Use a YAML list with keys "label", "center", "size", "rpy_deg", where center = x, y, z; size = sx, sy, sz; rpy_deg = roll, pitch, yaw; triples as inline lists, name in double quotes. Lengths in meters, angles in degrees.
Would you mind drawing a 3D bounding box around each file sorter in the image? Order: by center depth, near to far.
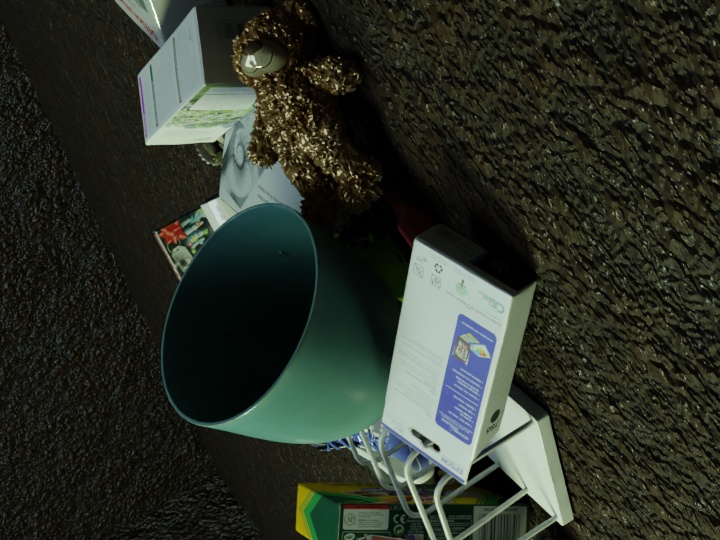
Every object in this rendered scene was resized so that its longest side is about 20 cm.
- label: "file sorter"
  center: [0.080, 0.163, 1.150]
  size: [0.200, 0.124, 0.139]
  rpy_deg: [40, 155, 50]

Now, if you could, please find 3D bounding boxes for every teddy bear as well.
- label: "teddy bear"
  center: [-0.052, -0.132, 1.070]
  size: [0.145, 0.067, 0.200]
  rpy_deg: [3, 111, 49]

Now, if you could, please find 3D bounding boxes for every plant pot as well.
- label: "plant pot"
  center: [-0.052, 0.064, 1.097]
  size: [0.161, 0.201, 0.201]
  rpy_deg: [28, -172, -39]

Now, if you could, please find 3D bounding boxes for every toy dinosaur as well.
- label: "toy dinosaur"
  center: [-0.170, -0.181, 1.407]
  size: [0.102, 0.077, 0.200]
  rpy_deg: [34, 154, 44]

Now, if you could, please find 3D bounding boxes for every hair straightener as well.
- label: "hair straightener"
  center: [0.029, -0.035, 1.086]
  size: [0.200, 0.041, 0.077]
  rpy_deg: [51, 152, 30]

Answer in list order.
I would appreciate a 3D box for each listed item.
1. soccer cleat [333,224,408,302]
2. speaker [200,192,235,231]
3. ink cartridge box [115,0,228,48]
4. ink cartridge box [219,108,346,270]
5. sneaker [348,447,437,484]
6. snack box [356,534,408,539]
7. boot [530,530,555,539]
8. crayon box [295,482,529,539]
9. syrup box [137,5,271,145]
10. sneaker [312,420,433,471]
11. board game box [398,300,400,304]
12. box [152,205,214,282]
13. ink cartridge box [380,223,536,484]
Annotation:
- label: "soccer cleat"
  center: [0.000, 0.000, 1.221]
  size: [0.081, 0.067, 0.200]
  rpy_deg: [62, 162, -13]
- label: "speaker"
  center: [-0.118, -0.013, 1.541]
  size: [0.200, 0.081, 0.081]
  rpy_deg: [62, 164, -9]
- label: "ink cartridge box"
  center: [-0.215, -0.338, 1.243]
  size: [0.146, 0.084, 0.200]
  rpy_deg: [47, 160, 41]
- label: "ink cartridge box"
  center: [-0.085, -0.081, 1.236]
  size: [0.200, 0.041, 0.200]
  rpy_deg: [39, 129, 52]
- label: "sneaker"
  center: [0.031, 0.243, 1.547]
  size: [0.200, 0.071, 0.099]
  rpy_deg: [34, 145, 50]
- label: "snack box"
  center: [0.060, 0.279, 1.167]
  size: [0.072, 0.200, 0.024]
  rpy_deg: [-30, 54, 41]
- label: "boot"
  center: [0.215, 0.360, 1.202]
  size: [0.200, 0.069, 0.174]
  rpy_deg: [48, 154, 17]
- label: "crayon box"
  center: [0.049, 0.256, 1.283]
  size: [0.173, 0.200, 0.058]
  rpy_deg: [173, 100, -73]
- label: "syrup box"
  center: [-0.154, -0.189, 1.220]
  size: [0.200, 0.079, 0.082]
  rpy_deg: [-22, 75, 63]
- label: "sneaker"
  center: [-0.001, 0.186, 1.463]
  size: [0.199, 0.115, 0.081]
  rpy_deg: [42, 158, 48]
- label: "board game box"
  center: [-0.037, 0.067, 1.325]
  size: [0.200, 0.029, 0.135]
  rpy_deg: [11, 119, 37]
- label: "box"
  center: [-0.160, 0.005, 1.593]
  size: [0.200, 0.137, 0.040]
  rpy_deg: [62, 167, -10]
- label: "ink cartridge box"
  center: [0.075, 0.070, 1.001]
  size: [0.099, 0.039, 0.200]
  rpy_deg: [33, 131, 28]
